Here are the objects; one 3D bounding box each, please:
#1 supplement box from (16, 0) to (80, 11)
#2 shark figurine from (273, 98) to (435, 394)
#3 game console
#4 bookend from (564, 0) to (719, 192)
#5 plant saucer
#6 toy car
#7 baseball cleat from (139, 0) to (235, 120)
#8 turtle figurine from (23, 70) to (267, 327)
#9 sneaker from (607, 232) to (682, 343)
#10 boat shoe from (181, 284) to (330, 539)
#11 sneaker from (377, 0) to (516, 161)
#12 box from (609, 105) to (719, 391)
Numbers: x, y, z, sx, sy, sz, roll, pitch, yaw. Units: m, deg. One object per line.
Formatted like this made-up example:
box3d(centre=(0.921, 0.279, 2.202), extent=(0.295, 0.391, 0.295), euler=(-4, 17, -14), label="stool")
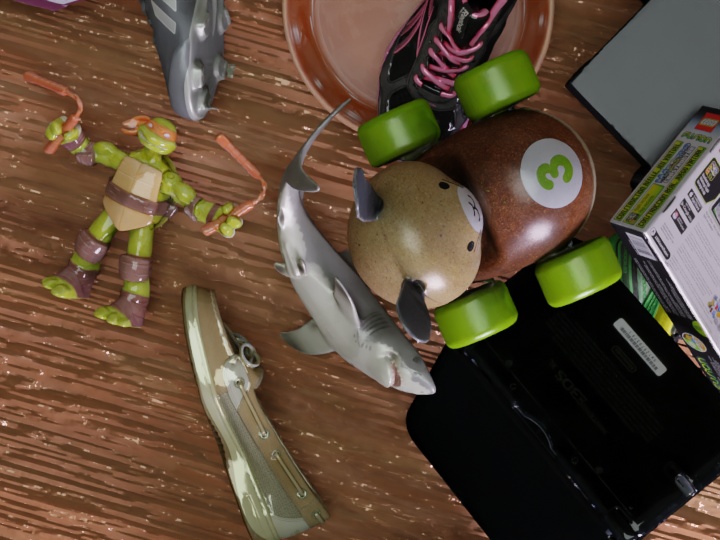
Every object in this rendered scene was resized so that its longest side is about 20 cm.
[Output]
box3d(centre=(-0.204, -0.297, 1.177), extent=(0.130, 0.103, 0.203), euler=(-8, 83, 34), label="supplement box")
box3d(centre=(-0.016, -0.016, 1.238), extent=(0.089, 0.127, 0.216), euler=(-40, 118, -34), label="shark figurine")
box3d(centre=(0.148, 0.113, 1.215), extent=(0.175, 0.117, 0.200), euler=(-37, 67, -8), label="game console")
box3d(centre=(0.204, -0.189, 1.213), extent=(0.199, 0.092, 0.200), euler=(44, 96, 0), label="bookend")
box3d(centre=(0.042, -0.192, 1.250), extent=(0.198, 0.032, 0.203), euler=(0, 94, 3), label="plant saucer")
box3d(centre=(0.055, -0.031, 1.082), extent=(0.157, 0.200, 0.166), euler=(-24, 91, 27), label="toy car")
box3d(centre=(-0.146, -0.211, 1.248), extent=(0.105, 0.070, 0.203), euler=(2, 90, 16), label="baseball cleat")
box3d(centre=(-0.175, -0.051, 1.253), extent=(0.198, 0.064, 0.163), euler=(25, 101, 4), label="turtle figurine")
box3d(centre=(0.182, 0.066, 1.251), extent=(0.085, 0.078, 0.202), euler=(25, 95, 19), label="sneaker")
box3d(centre=(-0.081, 0.102, 1.259), extent=(0.062, 0.073, 0.203), euler=(-18, 96, -3), label="boat shoe")
box3d(centre=(0.065, -0.164, 1.185), extent=(0.078, 0.095, 0.202), euler=(23, 103, -2), label="sneaker")
box3d(centre=(0.256, -0.004, 1.186), extent=(0.110, 0.035, 0.200), euler=(-49, 127, -15), label="box")
